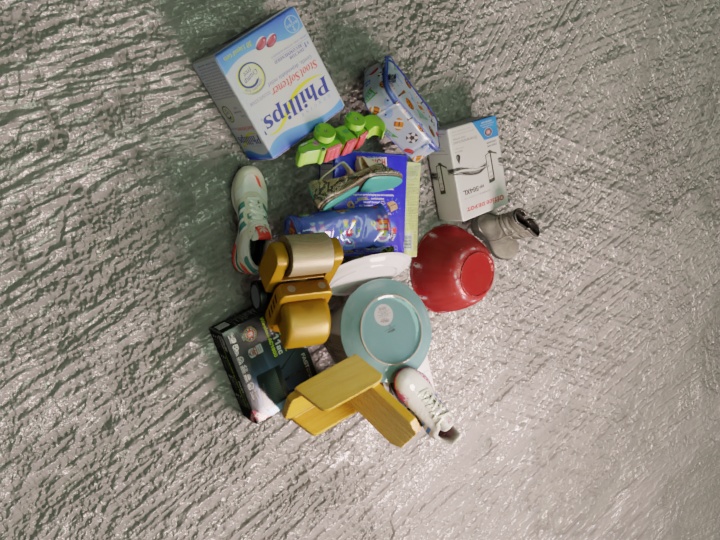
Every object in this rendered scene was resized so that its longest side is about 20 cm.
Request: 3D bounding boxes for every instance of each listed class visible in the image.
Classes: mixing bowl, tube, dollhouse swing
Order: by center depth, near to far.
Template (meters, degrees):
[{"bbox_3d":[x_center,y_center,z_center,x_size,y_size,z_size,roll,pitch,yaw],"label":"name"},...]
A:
[{"bbox_3d":[-0.020,0.279,1.350,0.181,0.200,0.176,-27,73,-22],"label":"dollhouse swing"},{"bbox_3d":[0.095,-0.128,1.531,0.058,0.052,0.201,-14,105,-75],"label":"tube"},{"bbox_3d":[0.219,0.003,1.594,0.199,0.108,0.201,-5,100,-33],"label":"mixing bowl"}]

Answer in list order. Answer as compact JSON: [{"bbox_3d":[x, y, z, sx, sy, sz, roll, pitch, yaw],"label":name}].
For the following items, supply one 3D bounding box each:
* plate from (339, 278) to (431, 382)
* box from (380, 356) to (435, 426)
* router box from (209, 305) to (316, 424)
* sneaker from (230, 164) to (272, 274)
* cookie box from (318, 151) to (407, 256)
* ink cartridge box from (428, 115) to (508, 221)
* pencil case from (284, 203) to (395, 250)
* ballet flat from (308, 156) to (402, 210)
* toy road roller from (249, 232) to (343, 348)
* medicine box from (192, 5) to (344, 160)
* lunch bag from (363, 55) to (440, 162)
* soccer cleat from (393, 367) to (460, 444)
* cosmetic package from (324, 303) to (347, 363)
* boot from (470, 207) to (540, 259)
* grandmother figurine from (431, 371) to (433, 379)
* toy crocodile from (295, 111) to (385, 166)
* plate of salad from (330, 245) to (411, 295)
[{"bbox_3d":[0.055,0.113,1.394,0.199,0.026,0.201,4,81,-25],"label":"plate"},{"bbox_3d":[0.087,0.222,1.455,0.119,0.041,0.201,-23,107,-30],"label":"box"},{"bbox_3d":[-0.176,0.164,1.372,0.150,0.062,0.201,-29,112,-29],"label":"router box"},{"bbox_3d":[-0.186,-0.088,1.311,0.070,0.093,0.201,-1,98,-34],"label":"sneaker"},{"bbox_3d":[0.004,-0.133,1.445,0.171,0.075,0.201,-2,98,-31],"label":"cookie box"},{"bbox_3d":[0.232,-0.222,1.585,0.146,0.084,0.201,-22,108,-30],"label":"ink cartridge box"},{"bbox_3d":[-0.040,-0.071,1.341,0.199,0.078,0.087,-8,109,-22],"label":"pencil case"},{"bbox_3d":[-0.011,-0.171,1.351,0.199,0.068,0.075,-22,76,-32],"label":"ballet flat"},{"bbox_3d":[-0.101,0.042,1.257,0.122,0.200,0.146,-7,56,-28],"label":"toy road roller"},{"bbox_3d":[-0.159,-0.327,1.291,0.182,0.103,0.200,-41,116,-23],"label":"medicine box"},{"bbox_3d":[0.081,-0.323,1.440,0.200,0.075,0.161,47,30,-31],"label":"lunch bag"},{"bbox_3d":[0.136,0.261,1.405,0.070,0.086,0.200,-46,127,-16],"label":"soccer cleat"},{"bbox_3d":[0.008,0.175,1.477,0.087,0.103,0.200,-41,119,-24],"label":"cosmetic package"},{"bbox_3d":[0.344,-0.077,1.636,0.200,0.130,0.068,31,65,-47],"label":"boot"},{"bbox_3d":[0.080,0.161,1.531,0.060,0.121,0.200,-35,102,2],"label":"grandmother figurine"},{"bbox_3d":[-0.037,-0.235,1.329,0.200,0.068,0.062,-30,70,-37],"label":"toy crocodile"},{"bbox_3d":[0.000,0.000,1.409,0.199,0.200,0.048,-4,68,-34],"label":"plate of salad"}]
